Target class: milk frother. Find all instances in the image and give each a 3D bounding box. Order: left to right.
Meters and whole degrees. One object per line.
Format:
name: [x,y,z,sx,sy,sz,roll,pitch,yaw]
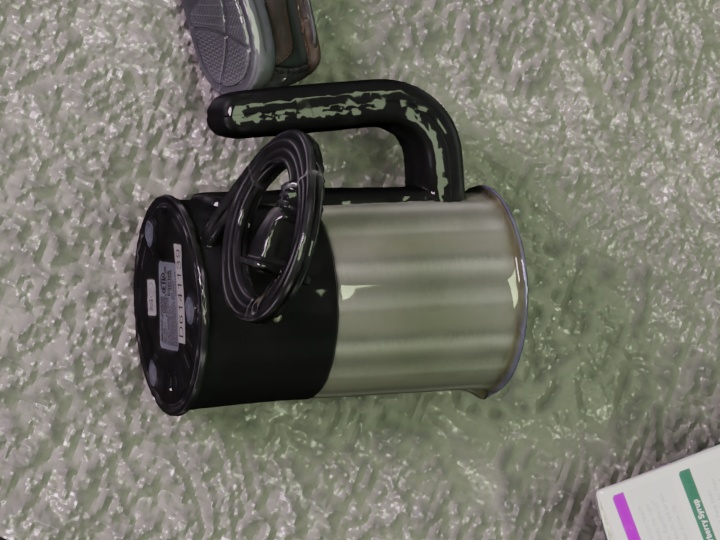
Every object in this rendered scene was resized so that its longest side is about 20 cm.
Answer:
milk frother: [0.000,0.000,1.380,0.188,0.200,0.181,-3,111,-22]

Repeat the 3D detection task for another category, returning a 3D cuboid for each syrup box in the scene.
syrup box: [0.237,0.128,1.502,0.200,0.079,0.082,-19,82,2]

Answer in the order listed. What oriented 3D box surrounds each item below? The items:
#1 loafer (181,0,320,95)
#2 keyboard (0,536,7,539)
loafer: [-0.068,-0.195,1.444,0.063,0.072,0.200,-11,91,-42]
keyboard: [-0.264,0.124,1.366,0.200,0.040,0.104,30,79,-20]
